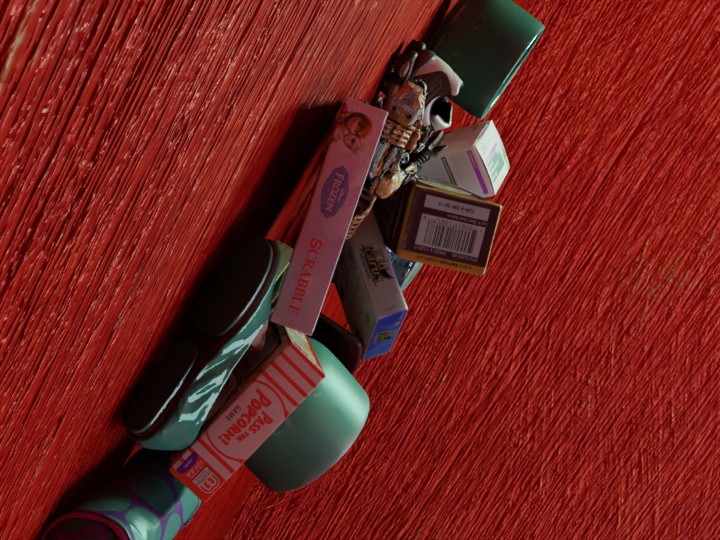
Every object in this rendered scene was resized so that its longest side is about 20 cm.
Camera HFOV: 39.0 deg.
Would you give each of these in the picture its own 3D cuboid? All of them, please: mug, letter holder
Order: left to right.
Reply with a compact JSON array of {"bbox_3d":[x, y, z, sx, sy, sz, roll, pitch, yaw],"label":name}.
[{"bbox_3d":[-0.095,0.155,1.119,0.184,0.115,0.153,-33,-158,18],"label":"mug"},{"bbox_3d":[-0.084,0.127,1.348,0.101,0.141,0.200,-58,176,-22],"label":"letter holder"},{"bbox_3d":[0.162,-0.301,1.393,0.153,0.114,0.185,-55,177,6],"label":"mug"}]

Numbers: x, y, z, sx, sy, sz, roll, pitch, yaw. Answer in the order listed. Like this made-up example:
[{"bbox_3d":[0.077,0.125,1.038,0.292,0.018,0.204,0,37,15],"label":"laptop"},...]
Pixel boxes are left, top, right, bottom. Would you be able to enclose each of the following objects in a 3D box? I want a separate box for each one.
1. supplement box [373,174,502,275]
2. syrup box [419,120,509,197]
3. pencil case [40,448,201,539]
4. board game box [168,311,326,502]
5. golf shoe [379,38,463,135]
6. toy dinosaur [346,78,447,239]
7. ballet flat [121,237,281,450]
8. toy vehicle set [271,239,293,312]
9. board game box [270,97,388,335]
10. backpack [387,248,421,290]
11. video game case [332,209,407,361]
[{"bbox_3d":[0.083,-0.065,1.238,0.200,0.109,0.087,-133,-123,-73],"label":"supplement box"},{"bbox_3d":[0.097,-0.135,1.401,0.198,0.082,0.079,-10,-152,32],"label":"syrup box"},{"bbox_3d":[-0.203,0.218,0.886,0.092,0.085,0.200,-39,179,10],"label":"pencil case"},{"bbox_3d":[-0.109,0.116,0.951,0.152,0.046,0.200,-46,-170,0],"label":"board game box"},{"bbox_3d":[0.058,-0.181,1.241,0.078,0.094,0.201,-58,178,-37],"label":"golf shoe"},{"bbox_3d":[0.018,-0.122,1.094,0.199,0.102,0.136,-38,-169,32],"label":"toy dinosaur"},{"bbox_3d":[-0.122,0.065,0.859,0.201,0.067,0.070,-56,140,-8],"label":"ballet flat"},{"bbox_3d":[-0.134,0.071,1.125,0.125,0.026,0.201,-57,175,-42],"label":"toy vehicle set"},{"bbox_3d":[-0.029,-0.058,0.945,0.200,0.041,0.202,-101,-150,-82],"label":"board game box"},{"bbox_3d":[0.039,-0.056,1.578,0.202,0.146,0.183,-62,179,-8],"label":"backpack"},{"bbox_3d":[0.000,0.000,1.276,0.045,0.183,0.200,-17,164,-11],"label":"video game case"}]
